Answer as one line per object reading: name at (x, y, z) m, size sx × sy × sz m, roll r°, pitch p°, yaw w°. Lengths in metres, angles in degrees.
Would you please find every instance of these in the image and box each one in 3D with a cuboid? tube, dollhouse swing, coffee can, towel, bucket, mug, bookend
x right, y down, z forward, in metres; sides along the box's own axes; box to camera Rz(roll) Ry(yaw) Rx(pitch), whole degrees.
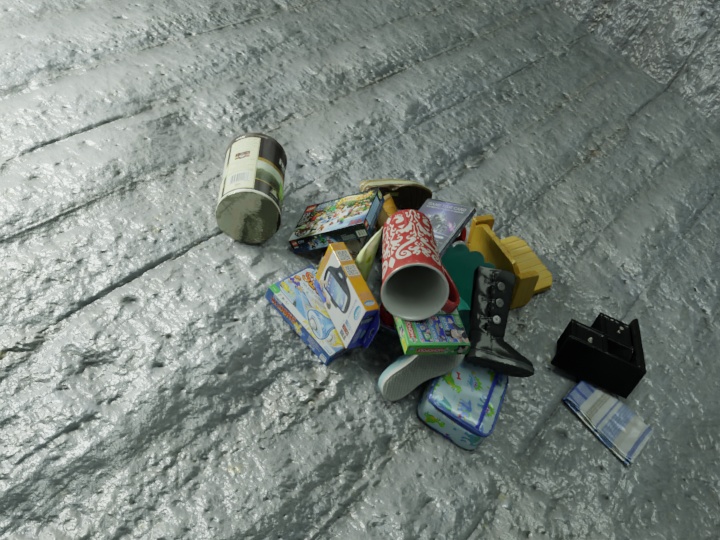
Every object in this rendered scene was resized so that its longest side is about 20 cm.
tube at (0.000, 0.000, 1.649) m, size 0.051 × 0.202 × 0.059 m, roll 2°, pitch 46°, yaw -22°
dollhouse swing at (0.388, -0.042, 1.930) m, size 0.173 × 0.184 × 0.202 m, roll -24°, pitch 59°, yaw -18°
coffee can at (-0.240, -0.184, 1.740) m, size 0.143 × 0.148 × 0.203 m, roll 14°, pitch 44°, yaw -14°
towel at (0.559, 0.328, 1.761) m, size 0.200 × 0.024 × 0.145 m, roll 45°, pitch 44°, yaw 18°
bucket at (0.211, 0.056, 1.754) m, size 0.202 × 0.136 × 0.211 m, roll 15°, pitch 44°, yaw -15°
mug at (0.107, -0.003, 1.560) m, size 0.130 × 0.180 × 0.202 m, roll -20°, pitch 36°, yaw 13°
bookend at (0.557, 0.168, 1.850) m, size 0.195 × 0.093 × 0.201 m, roll 24°, pitch 35°, yaw -1°

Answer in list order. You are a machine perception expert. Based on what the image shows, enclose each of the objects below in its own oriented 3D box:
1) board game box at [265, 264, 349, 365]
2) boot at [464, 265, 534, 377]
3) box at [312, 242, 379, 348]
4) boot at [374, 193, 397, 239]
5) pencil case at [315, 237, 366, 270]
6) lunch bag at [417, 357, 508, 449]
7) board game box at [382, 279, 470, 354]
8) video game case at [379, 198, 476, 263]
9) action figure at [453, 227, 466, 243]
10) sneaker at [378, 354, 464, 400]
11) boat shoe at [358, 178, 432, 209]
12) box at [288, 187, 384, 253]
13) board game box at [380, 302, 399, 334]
board game box at (-0.088, 0.089, 1.639) m, size 0.200 × 0.035 × 0.134 m, roll 45°, pitch 45°, yaw 17°
boot at (0.299, 0.105, 1.633) m, size 0.161 × 0.065 × 0.205 m, roll 19°, pitch 64°, yaw -20°
box at (-0.027, 0.058, 1.585) m, size 0.041 × 0.120 × 0.202 m, roll -5°, pitch 51°, yaw -31°
boot at (0.075, -0.096, 1.875) m, size 0.146 × 0.070 × 0.202 m, roll 58°, pitch 12°, yaw -13°
pencil case at (-0.035, -0.062, 1.780) m, size 0.087 × 0.079 × 0.202 m, roll 12°, pitch 42°, yaw 7°
lunch bag at (0.217, 0.254, 1.610) m, size 0.159 × 0.083 × 0.201 m, roll 34°, pitch 43°, yaw 2°
board game box at (0.129, 0.082, 1.562) m, size 0.131 × 0.030 × 0.203 m, roll 1°, pitch 43°, yaw -16°
video game case at (0.149, -0.078, 1.738) m, size 0.141 × 0.019 × 0.201 m, roll 16°, pitch 57°, yaw 45°
action figure at (0.171, -0.080, 1.843) m, size 0.064 × 0.199 × 0.053 m, roll -4°, pitch 86°, yaw -29°
sneaker at (0.118, 0.182, 1.577) m, size 0.196 × 0.075 × 0.082 m, roll -27°, pitch 17°, yaw -8°
boat shoe at (0.089, -0.209, 2.002) m, size 0.195 × 0.073 × 0.077 m, roll 5°, pitch 31°, yaw -25°
box at (-0.053, -0.112, 1.752) m, size 0.038 × 0.196 × 0.138 m, roll 60°, pitch 32°, yaw -30°
board game box at (0.080, 0.095, 1.640) m, size 0.197 × 0.040 × 0.157 m, roll 25°, pitch 9°, yaw 33°
